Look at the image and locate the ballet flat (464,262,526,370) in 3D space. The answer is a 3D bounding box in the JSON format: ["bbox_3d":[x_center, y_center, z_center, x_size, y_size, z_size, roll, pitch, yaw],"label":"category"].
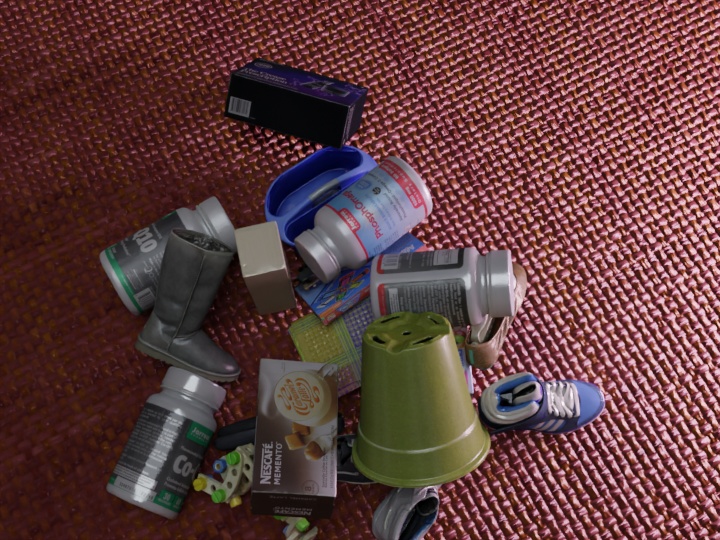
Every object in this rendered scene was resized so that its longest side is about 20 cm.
[{"bbox_3d":[0.203,0.055,1.439,0.068,0.072,0.201,8,58,34],"label":"ballet flat"}]

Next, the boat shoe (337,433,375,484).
[{"bbox_3d":[-0.019,0.279,1.395,0.199,0.063,0.073,-4,72,0],"label":"boat shoe"}]

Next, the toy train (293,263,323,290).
[{"bbox_3d":[-0.019,-0.031,1.475,0.200,0.046,0.034,-34,64,-11],"label":"toy train"}]

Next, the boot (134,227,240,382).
[{"bbox_3d":[-0.232,0.054,1.407,0.181,0.073,0.201,22,102,-17],"label":"boot"}]

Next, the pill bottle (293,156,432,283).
[{"bbox_3d":[0.003,-0.073,1.406,0.200,0.109,0.109,-38,75,-13],"label":"pill bottle"}]

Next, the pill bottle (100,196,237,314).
[{"bbox_3d":[-0.292,-0.026,1.466,0.199,0.113,0.113,-30,74,-9],"label":"pill bottle"}]

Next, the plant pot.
[{"bbox_3d":[0.075,0.165,1.306,0.199,0.200,0.191,-8,112,-2],"label":"plant pot"}]

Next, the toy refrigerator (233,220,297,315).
[{"bbox_3d":[-0.143,0.001,1.416,0.070,0.200,0.076,-13,73,-3],"label":"toy refrigerator"}]

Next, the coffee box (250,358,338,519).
[{"bbox_3d":[-0.090,0.230,1.294,0.114,0.080,0.201,5,54,-6],"label":"coffee box"}]

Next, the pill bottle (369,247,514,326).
[{"bbox_3d":[0.121,0.026,1.369,0.199,0.114,0.115,-4,71,13],"label":"pill bottle"}]

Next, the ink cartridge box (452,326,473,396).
[{"bbox_3d":[0.108,0.100,1.465,0.119,0.042,0.201,-3,70,0],"label":"ink cartridge box"}]

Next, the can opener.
[{"bbox_3d":[-0.124,0.234,1.404,0.199,0.063,0.079,-13,101,2],"label":"can opener"}]

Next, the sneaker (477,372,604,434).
[{"bbox_3d":[0.272,0.192,1.374,0.199,0.147,0.081,-5,72,0],"label":"sneaker"}]

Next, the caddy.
[{"bbox_3d":[-0.057,-0.112,1.500,0.200,0.105,0.142,-34,75,-10],"label":"caddy"}]

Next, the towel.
[{"bbox_3d":[-0.006,0.106,1.450,0.199,0.023,0.144,-27,68,5],"label":"towel"}]

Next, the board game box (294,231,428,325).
[{"bbox_3d":[0.000,0.000,1.481,0.200,0.019,0.103,-35,38,-10],"label":"board game box"}]

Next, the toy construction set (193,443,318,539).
[{"bbox_3d":[-0.136,0.329,1.349,0.200,0.092,0.131,41,107,7],"label":"toy construction set"}]

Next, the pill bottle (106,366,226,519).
[{"bbox_3d":[-0.281,0.251,1.383,0.113,0.113,0.201,20,74,8],"label":"pill bottle"}]

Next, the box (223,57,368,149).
[{"bbox_3d":[-0.102,-0.276,1.533,0.199,0.141,0.079,16,113,6],"label":"box"}]

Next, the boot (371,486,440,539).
[{"bbox_3d":[0.097,0.314,1.355,0.073,0.096,0.201,36,79,-18],"label":"boot"}]
